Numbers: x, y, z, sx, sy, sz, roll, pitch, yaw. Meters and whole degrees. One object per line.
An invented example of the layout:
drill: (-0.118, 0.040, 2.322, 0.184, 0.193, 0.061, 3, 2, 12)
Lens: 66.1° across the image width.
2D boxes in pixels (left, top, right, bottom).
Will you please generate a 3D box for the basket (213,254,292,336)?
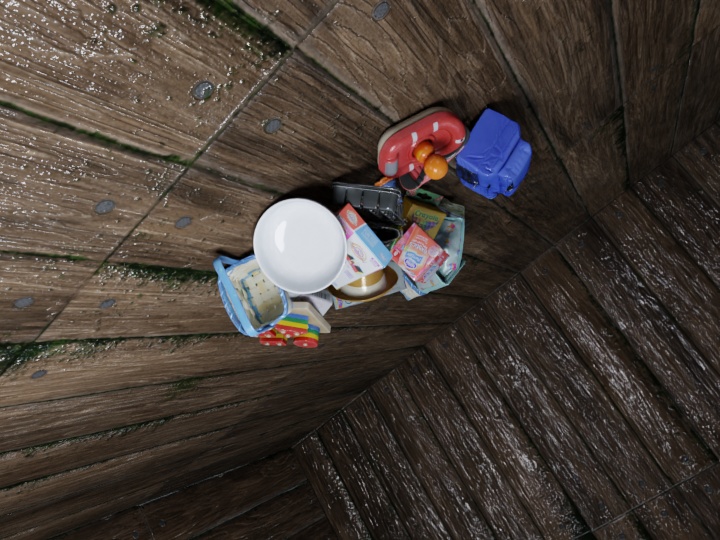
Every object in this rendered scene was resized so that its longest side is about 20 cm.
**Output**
basket: (-0.236, 0.056, 1.206, 0.137, 0.179, 0.200, -27, 171, 6)

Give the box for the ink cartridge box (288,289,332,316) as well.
ink cartridge box: (-0.186, 0.103, 1.488, 0.160, 0.058, 0.201, 18, 132, -22)

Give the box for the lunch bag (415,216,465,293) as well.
lunch bag: (0.216, -0.042, 1.583, 0.120, 0.204, 0.170, 5, 169, -18)

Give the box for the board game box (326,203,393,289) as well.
board game box: (-0.041, -0.048, 1.237, 0.199, 0.153, 0.040, -24, -159, 52)

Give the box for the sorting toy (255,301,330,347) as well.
sorting toy: (-0.201, 0.151, 1.474, 0.195, 0.071, 0.200, -1, 156, 15)

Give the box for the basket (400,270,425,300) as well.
basket: (0.184, -0.011, 1.757, 0.139, 0.177, 0.200, -38, 180, -34)

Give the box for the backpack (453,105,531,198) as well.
backpack: (0.323, -0.260, 1.351, 0.163, 0.167, 0.200, -51, 165, -2)

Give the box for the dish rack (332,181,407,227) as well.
dish rack: (0.028, -0.142, 1.243, 0.151, 0.056, 0.200, 10, 176, 17)

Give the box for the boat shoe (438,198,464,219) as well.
boat shoe: (0.234, -0.177, 1.601, 0.071, 0.063, 0.198, 2, 173, 42)

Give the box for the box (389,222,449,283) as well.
box: (0.146, -0.037, 1.361, 0.103, 0.095, 0.200, -48, 167, 8)

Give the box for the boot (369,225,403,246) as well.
boot: (0.000, -0.079, 1.306, 0.196, 0.071, 0.174, -9, -179, 3)

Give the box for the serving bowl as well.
serving bowl: (-0.121, -0.057, 1.160, 0.199, 0.201, 0.066, -39, -170, 17)

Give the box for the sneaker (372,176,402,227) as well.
sneaker: (0.065, -0.151, 1.361, 0.075, 0.079, 0.201, -29, 160, -9)

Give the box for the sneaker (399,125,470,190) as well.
sneaker: (0.175, -0.271, 1.297, 0.199, 0.074, 0.087, -40, 174, 28)

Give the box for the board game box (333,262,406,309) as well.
board game box: (0.016, 0.033, 1.579, 0.198, 0.105, 0.104, -20, 174, 41)

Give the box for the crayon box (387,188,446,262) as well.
crayon box: (0.143, -0.113, 1.468, 0.125, 0.051, 0.202, 10, 115, -35)

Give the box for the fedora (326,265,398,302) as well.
fedora: (0.000, 0.000, 1.391, 0.198, 0.200, 0.083, -24, 123, -24)

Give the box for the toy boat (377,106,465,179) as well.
toy boat: (0.139, -0.247, 1.162, 0.198, 0.132, 0.131, -29, 157, -11)
